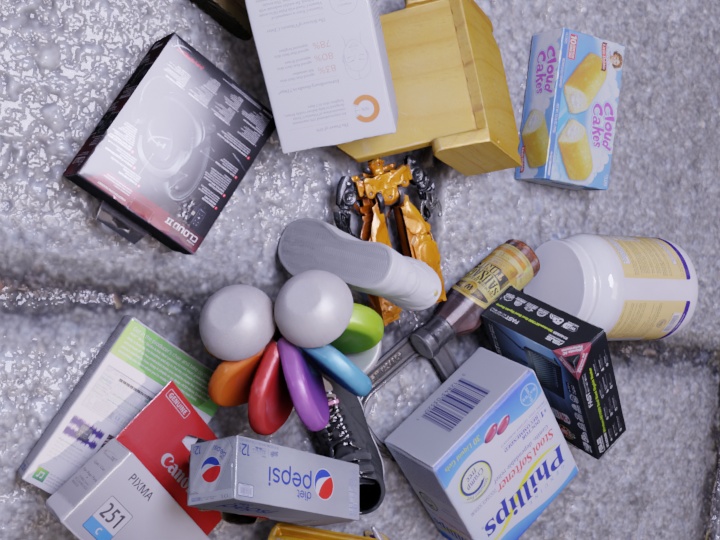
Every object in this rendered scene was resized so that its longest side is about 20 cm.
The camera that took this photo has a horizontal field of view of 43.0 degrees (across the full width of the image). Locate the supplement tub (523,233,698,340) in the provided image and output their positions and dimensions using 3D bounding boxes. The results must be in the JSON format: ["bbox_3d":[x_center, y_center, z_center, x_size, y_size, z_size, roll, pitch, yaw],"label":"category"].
[{"bbox_3d":[0.338,0.024,1.240,0.200,0.145,0.146,2,93,-29],"label":"supplement tub"}]

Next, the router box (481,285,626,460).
[{"bbox_3d":[0.246,0.130,1.162,0.062,0.150,0.200,-40,131,-20],"label":"router box"}]

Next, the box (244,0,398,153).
[{"bbox_3d":[-0.040,-0.239,0.965,0.124,0.098,0.200,-9,110,9],"label":"box"}]

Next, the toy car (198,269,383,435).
[{"bbox_3d":[-0.071,0.099,0.972,0.175,0.200,0.150,59,23,-60],"label":"toy car"}]

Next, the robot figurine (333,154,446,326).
[{"bbox_3d":[0.035,-0.042,1.119,0.145,0.058,0.200,-20,104,-26],"label":"robot figurine"}]

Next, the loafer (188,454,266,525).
[{"bbox_3d":[-0.121,0.253,1.021,0.200,0.076,0.068,33,58,-45],"label":"loafer"}]

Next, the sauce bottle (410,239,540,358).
[{"bbox_3d":[0.148,0.038,1.179,0.200,0.066,0.066,-41,111,-24],"label":"sauce bottle"}]

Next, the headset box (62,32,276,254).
[{"bbox_3d":[-0.203,-0.124,0.972,0.149,0.077,0.200,36,78,-26],"label":"headset box"}]

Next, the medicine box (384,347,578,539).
[{"bbox_3d":[0.159,0.237,1.166,0.182,0.103,0.200,-42,122,-19],"label":"medicine box"}]

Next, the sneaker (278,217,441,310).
[{"bbox_3d":[0.000,0.000,1.038,0.116,0.200,0.074,26,87,-43],"label":"sneaker"}]

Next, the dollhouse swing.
[{"bbox_3d":[0.074,-0.211,1.109,0.182,0.176,0.200,16,60,-63],"label":"dollhouse swing"}]

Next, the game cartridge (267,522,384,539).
[{"bbox_3d":[-0.006,0.377,1.044,0.032,0.176,0.200,-61,150,-50],"label":"game cartridge"}]

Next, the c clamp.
[{"bbox_3d":[0.076,0.171,1.175,0.200,0.027,0.171,-33,107,-22],"label":"c clamp"}]

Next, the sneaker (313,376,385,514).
[{"bbox_3d":[-0.021,0.199,1.076,0.071,0.099,0.200,-25,108,3],"label":"sneaker"}]

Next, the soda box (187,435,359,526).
[{"bbox_3d":[-0.086,0.223,0.955,0.200,0.068,0.064,28,54,-48],"label":"soda box"}]

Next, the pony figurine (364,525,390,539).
[{"bbox_3d":[0.092,0.416,1.131,0.167,0.200,0.193,-38,126,-28],"label":"pony figurine"}]

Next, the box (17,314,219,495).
[{"bbox_3d":[-0.250,0.169,0.993,0.144,0.036,0.200,39,77,-26],"label":"box"}]

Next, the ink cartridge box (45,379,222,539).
[{"bbox_3d":[-0.207,0.246,0.978,0.176,0.045,0.200,-46,131,-22],"label":"ink cartridge box"}]

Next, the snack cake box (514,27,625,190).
[{"bbox_3d":[0.284,-0.214,1.237,0.115,0.067,0.200,6,91,-28],"label":"snack cake box"}]

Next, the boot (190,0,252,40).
[{"bbox_3d":[-0.132,-0.381,1.003,0.175,0.066,0.200,38,76,-38],"label":"boot"}]
